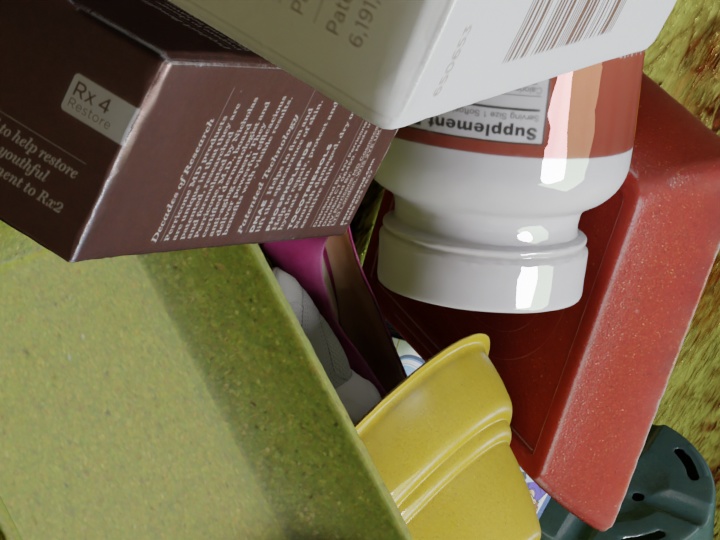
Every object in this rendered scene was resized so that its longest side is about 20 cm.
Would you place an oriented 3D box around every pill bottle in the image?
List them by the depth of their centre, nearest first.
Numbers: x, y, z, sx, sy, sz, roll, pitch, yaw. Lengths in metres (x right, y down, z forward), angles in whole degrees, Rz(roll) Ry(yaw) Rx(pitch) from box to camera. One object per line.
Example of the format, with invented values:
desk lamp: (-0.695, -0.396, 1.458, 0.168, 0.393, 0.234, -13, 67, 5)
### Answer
pill bottle: (0.057, -0.089, 0.913, 0.112, 0.112, 0.200, -21, 120, -61)

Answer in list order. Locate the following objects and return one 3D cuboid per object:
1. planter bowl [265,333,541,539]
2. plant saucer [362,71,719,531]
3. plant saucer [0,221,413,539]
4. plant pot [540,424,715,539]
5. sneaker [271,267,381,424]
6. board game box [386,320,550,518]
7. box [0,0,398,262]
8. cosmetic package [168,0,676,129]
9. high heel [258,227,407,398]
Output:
planter bowl: (0.017, 0.128, 0.973, 0.200, 0.083, 0.200, -46, 166, -14)
plant saucer: (0.070, -0.015, 1.035, 0.037, 0.200, 0.200, -8, 129, -33)
plant saucer: (-0.085, 0.058, 0.811, 0.048, 0.200, 0.200, -29, 178, 32)
plant pot: (0.171, 0.219, 1.653, 0.200, 0.200, 0.196, -42, 148, -40)
sneaker: (-0.094, 0.069, 0.946, 0.200, 0.092, 0.076, -30, -171, -20)
board game box: (0.024, 0.097, 1.190, 0.200, 0.034, 0.135, 16, 106, -43)
box: (-0.067, -0.059, 0.749, 0.075, 0.100, 0.200, -63, 160, 12)
cosmetic package: (-0.004, -0.163, 0.592, 0.167, 0.200, 0.166, -25, 143, -59)
high heel: (0.000, 0.000, 0.994, 0.067, 0.096, 0.200, -68, 175, -51)
